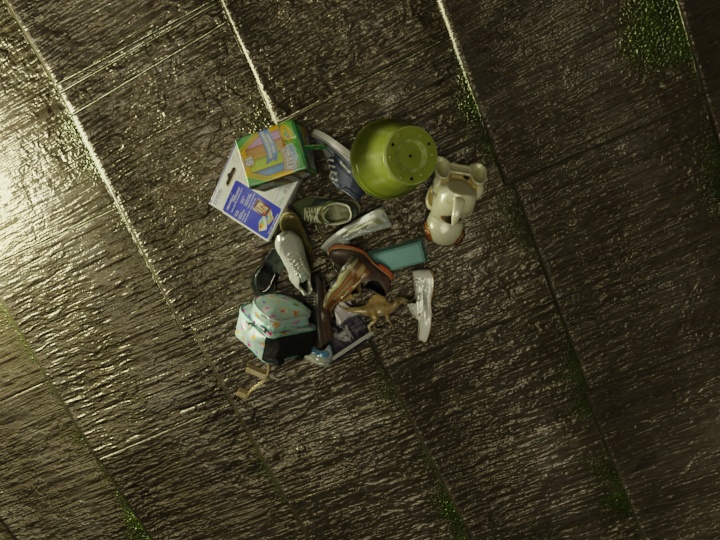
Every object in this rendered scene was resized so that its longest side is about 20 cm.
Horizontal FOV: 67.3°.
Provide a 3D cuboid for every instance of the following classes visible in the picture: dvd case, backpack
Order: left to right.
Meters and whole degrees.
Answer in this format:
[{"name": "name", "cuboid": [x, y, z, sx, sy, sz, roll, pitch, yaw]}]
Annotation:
[{"name": "backpack", "cuboid": [-0.237, 0.147, 1.463, 0.198, 0.174, 0.156, 20, 111, 40]}, {"name": "dvd case", "cuboid": [-0.071, 0.146, 1.542, 0.148, 0.016, 0.201, -34, 100, 13]}]

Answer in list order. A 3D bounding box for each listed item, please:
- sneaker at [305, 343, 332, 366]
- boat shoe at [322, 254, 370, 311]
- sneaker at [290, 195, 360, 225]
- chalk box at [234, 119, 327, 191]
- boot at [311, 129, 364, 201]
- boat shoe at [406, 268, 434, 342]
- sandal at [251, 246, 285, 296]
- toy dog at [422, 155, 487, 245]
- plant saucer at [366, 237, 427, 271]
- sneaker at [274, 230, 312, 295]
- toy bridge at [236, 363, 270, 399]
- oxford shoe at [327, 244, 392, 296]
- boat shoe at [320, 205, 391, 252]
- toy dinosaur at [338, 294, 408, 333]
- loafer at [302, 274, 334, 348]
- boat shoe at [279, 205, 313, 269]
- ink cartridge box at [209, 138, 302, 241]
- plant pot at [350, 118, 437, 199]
[{"name": "sneaker", "cuboid": [-0.172, 0.216, 1.546, 0.197, 0.072, 0.074, 15, 87, 8]}, {"name": "boat shoe", "cuboid": [-0.036, 0.048, 1.392, 0.073, 0.076, 0.201, 34, 136, 1]}, {"name": "sneaker", "cuboid": [-0.101, -0.155, 1.417, 0.197, 0.090, 0.068, -1, 108, 6]}, {"name": "chalk box", "cuboid": [-0.181, -0.284, 1.320, 0.197, 0.124, 0.126, -17, 91, 9]}, {"name": "boot", "cuboid": [-0.059, -0.268, 1.382, 0.199, 0.073, 0.091, 36, 91, -7]}, {"name": "boat shoe", "cuboid": [0.159, 0.095, 1.478, 0.068, 0.071, 0.203, 1, 98, -4]}, {"name": "sandal", "cuboid": [-0.256, 0.013, 1.474, 0.075, 0.048, 0.201, 33, 129, 1]}, {"name": "toy dog", "cuboid": [0.231, -0.150, 1.349, 0.137, 0.196, 0.201, 2, 141, -9]}, {"name": "plant saucer", "cuboid": [0.081, -0.030, 1.476, 0.197, 0.019, 0.071, -15, 105, 8]}, {"name": "sneaker", "cuboid": [-0.161, -0.018, 1.395, 0.070, 0.080, 0.202, -28, 135, -10]}, {"name": "toy bridge", "cuboid": [-0.306, 0.301, 1.603, 0.066, 0.027, 0.202, 23, 107, -3]}, {"name": "oxford shoe", "cuboid": [0.000, 0.000, 1.426, 0.198, 0.073, 0.071, 28, 135, -16]}, {"name": "boat shoe", "cuboid": [-0.015, -0.099, 1.437, 0.200, 0.074, 0.065, -30, 98, 6]}, {"name": "toy dinosaur", "cuboid": [0.039, 0.120, 1.514, 0.197, 0.058, 0.103, -8, 91, -1]}, {"name": "loafer", "cuboid": [-0.112, 0.109, 1.501, 0.072, 0.070, 0.203, 8, 103, 48]}, {"name": "boat shoe", "cuboid": [-0.166, -0.083, 1.445, 0.071, 0.067, 0.203, -8, 133, 7]}, {"name": "ink cartridge box", "cuboid": [-0.276, -0.213, 1.435, 0.199, 0.047, 0.199, 33, 108, 9]}, {"name": "plant pot", "cuboid": [0.091, -0.269, 1.284, 0.197, 0.193, 0.204, -2, 99, -13]}]
